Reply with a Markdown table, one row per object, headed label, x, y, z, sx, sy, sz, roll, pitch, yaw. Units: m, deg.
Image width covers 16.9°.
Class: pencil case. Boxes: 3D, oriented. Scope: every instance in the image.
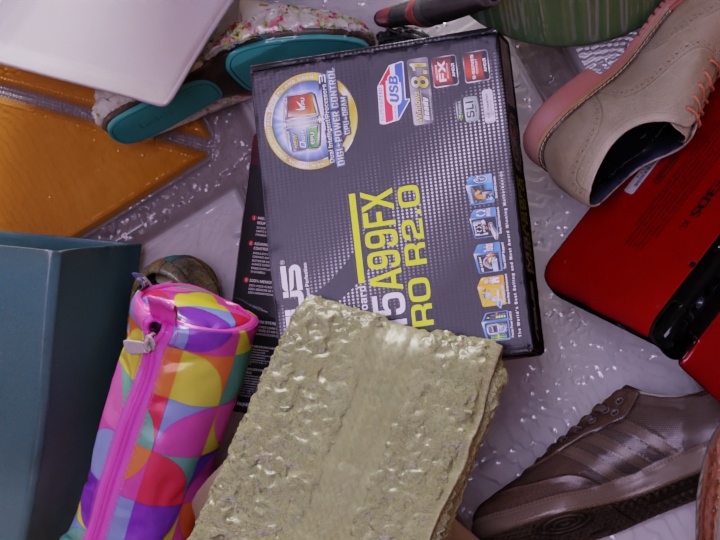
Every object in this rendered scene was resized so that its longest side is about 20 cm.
| label | x | y | z | sx | sy | sz | roll | pitch | yaw |
| --- | --- | --- | --- | --- | --- | --- | --- | --- | --- |
| pencil case | -0.128 | 0.103 | 1.506 | 0.088 | 0.088 | 0.201 | 21 | 108 | 17 |

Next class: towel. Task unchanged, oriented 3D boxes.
| label | x | y | z | sx | sy | sz | roll | pitch | yaw |
| --- | --- | --- | --- | --- | --- | --- | --- | --- | --- |
| towel | -0.007 | 0.116 | 1.408 | 0.147 | 0.037 | 0.201 | 15 | 67 | 16 |

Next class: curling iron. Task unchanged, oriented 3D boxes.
| label | x | y | z | sx | sy | sz | roll | pitch | yaw |
| --- | --- | --- | --- | --- | --- | --- | --- | --- | --- |
| curling iron | 0.051 | -0.159 | 1.501 | 0.049 | 0.200 | 0.026 | 25 | 79 | -12 |

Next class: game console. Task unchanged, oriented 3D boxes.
| label | x | y | z | sx | sy | sz | roll | pitch | yaw |
| --- | --- | --- | --- | --- | --- | --- | --- | --- | --- |
| game console | 0.245 | -0.013 | 1.484 | 0.200 | 0.119 | 0.172 | -51 | 42 | -11 |

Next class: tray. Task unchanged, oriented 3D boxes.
| label | x | y | z | sx | sy | sz | roll | pitch | yaw |
| --- | --- | --- | --- | --- | --- | --- | --- | --- | --- |
| tray | -0.166 | -0.164 | 1.602 | 0.199 | 0.022 | 0.108 | 17 | 69 | 40 |

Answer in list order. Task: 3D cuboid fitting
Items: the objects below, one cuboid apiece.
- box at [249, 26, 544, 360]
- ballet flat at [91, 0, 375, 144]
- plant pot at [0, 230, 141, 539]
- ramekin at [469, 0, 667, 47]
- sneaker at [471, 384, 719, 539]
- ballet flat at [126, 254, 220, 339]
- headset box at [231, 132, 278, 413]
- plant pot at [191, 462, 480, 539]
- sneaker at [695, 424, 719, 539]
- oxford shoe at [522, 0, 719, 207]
| label | x | y | z | sx | sy | sz | roll | pitch | yaw |
| --- | --- | --- | --- | --- | --- | --- | --- | --- | --- |
| box | 0.022 | -0.037 | 1.483 | 0.159 | 0.044 | 0.202 | -7 | 84 | 13 |
| ballet flat | -0.089 | -0.144 | 1.594 | 0.199 | 0.076 | 0.064 | -17 | 61 | 11 |
| plant pot | -0.240 | 0.078 | 1.583 | 0.140 | 0.141 | 0.202 | 6 | 94 | 17 |
| ramekin | 0.127 | -0.236 | 1.493 | 0.198 | 0.098 | 0.201 | -3 | 61 | 6 |
| sneaker | 0.159 | 0.115 | 1.505 | 0.199 | 0.070 | 0.076 | -19 | 63 | 9 |
| ballet flat | -0.133 | 0.088 | 1.584 | 0.070 | 0.071 | 0.202 | 5 | 86 | 17 |
| headset box | 0.000 | 0.000 | 1.549 | 0.148 | 0.075 | 0.202 | 5 | 86 | 16 |
| plant pot | -0.009 | 0.195 | 1.474 | 0.187 | 0.187 | 0.200 | -41 | 75 | 9 |
| sneaker | 0.244 | 0.181 | 1.445 | 0.079 | 0.071 | 0.201 | -3 | 112 | -1 |
| oxford shoe | 0.196 | -0.113 | 1.474 | 0.200 | 0.071 | 0.074 | -41 | 52 | 6 |
